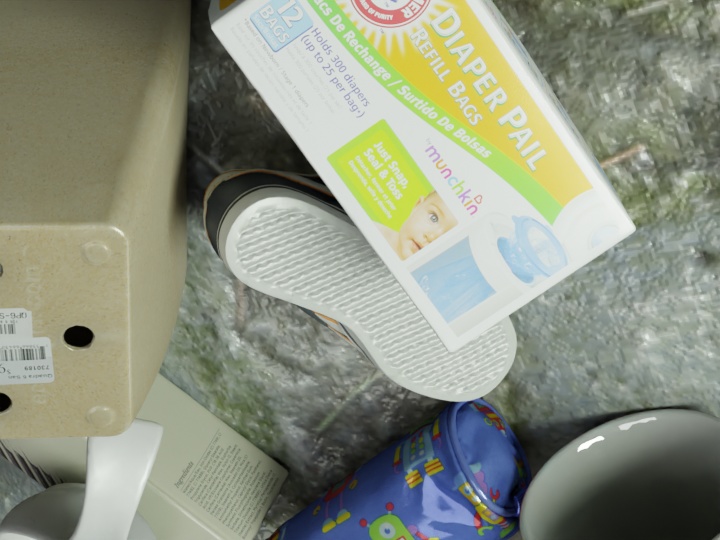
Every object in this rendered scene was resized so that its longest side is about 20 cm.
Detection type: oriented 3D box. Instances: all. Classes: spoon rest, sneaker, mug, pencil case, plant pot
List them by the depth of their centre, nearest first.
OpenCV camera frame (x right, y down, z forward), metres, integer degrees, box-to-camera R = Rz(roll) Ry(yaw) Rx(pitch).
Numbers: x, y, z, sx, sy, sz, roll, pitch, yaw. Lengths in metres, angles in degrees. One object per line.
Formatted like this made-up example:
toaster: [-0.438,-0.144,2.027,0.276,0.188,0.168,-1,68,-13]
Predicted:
plant pot: [-0.186,-0.021,0.932,0.199,0.177,0.201,0,127,-7]
sneaker: [0.000,0.000,0.984,0.200,0.079,0.079,33,98,-31]
spoon rest: [-0.154,0.142,1.020,0.099,0.061,0.200,12,152,-11]
mug: [0.166,0.199,1.021,0.177,0.134,0.200,-11,123,25]
pencil case: [0.015,0.158,1.064,0.200,0.078,0.087,-40,86,29]

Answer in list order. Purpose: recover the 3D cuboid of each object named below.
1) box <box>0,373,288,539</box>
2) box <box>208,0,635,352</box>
box: [-0.150,0.107,1.116,0.200,0.082,0.068,38,131,-5]
box: [0.029,-0.081,0.867,0.112,0.101,0.200,-35,108,10]
